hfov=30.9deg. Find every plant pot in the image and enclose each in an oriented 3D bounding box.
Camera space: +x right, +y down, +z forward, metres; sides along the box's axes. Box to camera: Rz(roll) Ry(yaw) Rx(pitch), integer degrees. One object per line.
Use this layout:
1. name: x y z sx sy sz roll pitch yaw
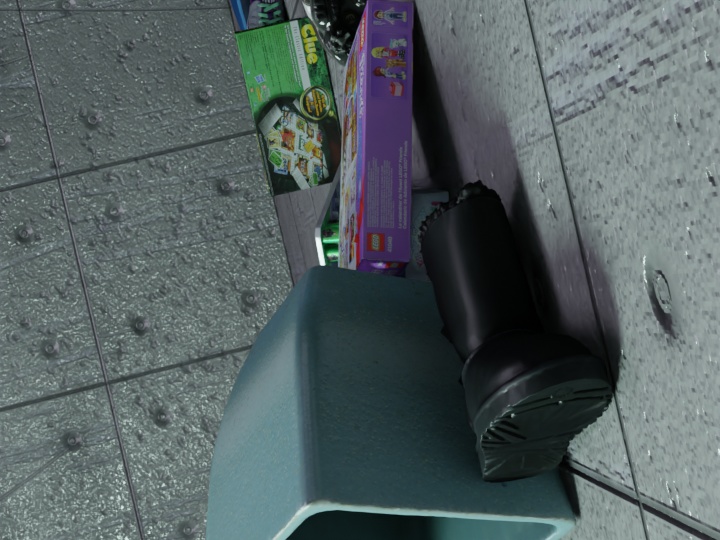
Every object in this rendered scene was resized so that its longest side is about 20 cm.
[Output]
1. plant pot: 0.004 0.114 0.910 0.196 0.194 0.202 -51 38 47

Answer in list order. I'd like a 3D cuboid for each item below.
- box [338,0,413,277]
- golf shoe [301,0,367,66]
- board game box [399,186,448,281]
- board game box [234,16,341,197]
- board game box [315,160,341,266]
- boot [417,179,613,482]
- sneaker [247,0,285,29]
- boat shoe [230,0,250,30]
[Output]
1. box: 0.011 -0.088 1.013 0.137 0.038 0.203 122 151 -75
2. golf shoe: -0.033 -0.270 1.129 0.094 0.077 0.203 164 94 -84
3. board game box: 0.041 0.031 1.107 0.200 0.043 0.202 -149 57 -81
4. board game box: -0.082 -0.199 1.575 0.023 0.103 0.203 -115 14 -75
5. board game box: 0.000 0.000 1.311 0.201 0.025 0.202 -73 -23 -58
6. boot: 0.083 0.026 0.767 0.199 0.072 0.165 92 167 -68
7. sneaker: -0.136 -0.351 1.886 0.201 0.073 0.088 -109 14 -47
8. boat shoe: -0.162 -0.423 1.995 0.201 0.068 0.085 86 160 -59
